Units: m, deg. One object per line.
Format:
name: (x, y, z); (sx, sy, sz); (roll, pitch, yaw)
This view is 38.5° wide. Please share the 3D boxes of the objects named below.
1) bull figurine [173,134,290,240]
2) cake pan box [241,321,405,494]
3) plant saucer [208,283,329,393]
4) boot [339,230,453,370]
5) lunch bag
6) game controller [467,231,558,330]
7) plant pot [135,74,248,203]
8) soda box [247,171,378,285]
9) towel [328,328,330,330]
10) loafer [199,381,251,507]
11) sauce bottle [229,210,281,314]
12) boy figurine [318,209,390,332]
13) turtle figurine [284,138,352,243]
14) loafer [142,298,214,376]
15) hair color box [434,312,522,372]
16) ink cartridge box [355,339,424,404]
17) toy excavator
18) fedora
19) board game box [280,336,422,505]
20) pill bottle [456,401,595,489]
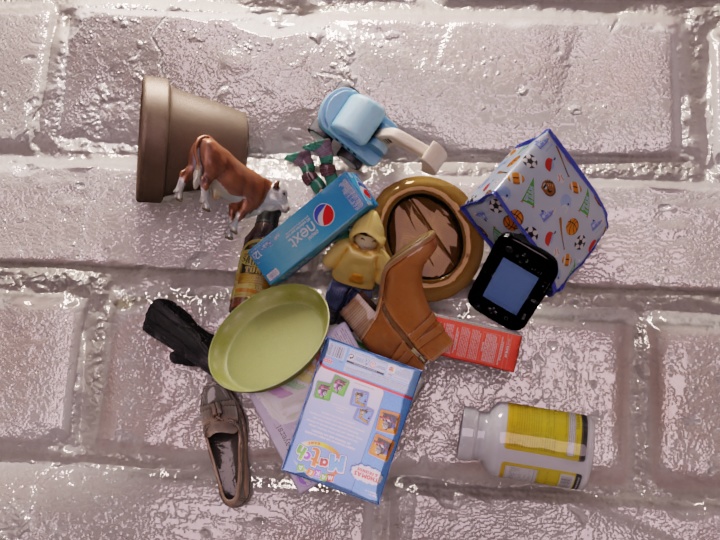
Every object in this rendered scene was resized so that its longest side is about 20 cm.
bull figurine: (-0.199, -0.124, 1.611); (0.065, 0.199, 0.123); (0, 61, 49)
cake pan box: (-0.054, 0.207, 1.532); (0.183, 0.052, 0.202); (-27, 83, -4)
plant saucer: (-0.130, 0.105, 1.519); (0.198, 0.031, 0.202); (-16, 43, 16)
boot: (0.084, 0.053, 1.523); (0.155, 0.074, 0.200); (44, 112, 1)
lunch bag: (0.281, -0.083, 1.609); (0.200, 0.124, 0.170); (48, 66, -10)
game controller: (0.232, 0.020, 1.579); (0.104, 0.201, 0.042); (38, 57, 13)
plant pot: (-0.273, -0.208, 1.672); (0.172, 0.200, 0.203); (2, 77, -14)
soda box: (-0.072, -0.064, 1.571); (0.199, 0.068, 0.064); (-37, 83, 14)
towel: (-0.134, 0.129, 1.621); (0.199, 0.022, 0.148); (24, 80, 33)
loafer: (-0.210, 0.269, 1.615); (0.071, 0.063, 0.203); (-13, 78, 0)
sauce bottle: (-0.165, -0.018, 1.658); (0.065, 0.066, 0.202); (5, 64, 5)
boy figurine: (0.000, 0.000, 1.590); (0.123, 0.201, 0.065); (23, 36, 0)
turtle figurine: (-0.055, -0.104, 1.669); (0.149, 0.100, 0.203); (-19, 88, 35)
loafer: (-0.271, 0.123, 1.641); (0.200, 0.068, 0.071); (37, 103, 25)
hair color box: (0.147, 0.104, 1.605); (0.197, 0.101, 0.062); (13, 91, 7)
ink cartridge box: (-0.009, 0.225, 1.601); (0.145, 0.083, 0.201); (29, 81, 10)
toy excavator: (0.028, -0.216, 1.640); (0.194, 0.200, 0.100); (38, 82, -14)
fedora: (0.102, -0.049, 1.653); (0.197, 0.082, 0.204); (0, 85, -1)
board game box: (-0.012, 0.216, 1.488); (0.149, 0.037, 0.202); (19, 80, 1)
pill bottle: (0.249, 0.261, 1.563); (0.197, 0.112, 0.114); (9, 79, 5)
